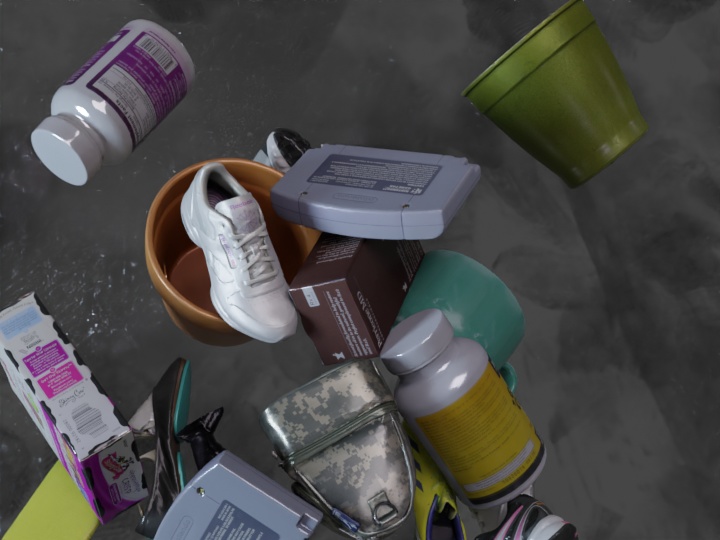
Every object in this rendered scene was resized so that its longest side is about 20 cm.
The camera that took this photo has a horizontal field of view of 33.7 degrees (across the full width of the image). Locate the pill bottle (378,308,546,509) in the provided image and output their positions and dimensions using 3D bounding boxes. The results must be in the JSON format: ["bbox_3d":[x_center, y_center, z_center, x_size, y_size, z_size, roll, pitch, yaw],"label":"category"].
[{"bbox_3d":[0.104,0.143,1.250,0.112,0.112,0.201,-45,111,-30],"label":"pill bottle"}]

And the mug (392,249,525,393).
[{"bbox_3d":[0.108,0.081,1.357,0.185,0.152,0.114,39,61,7],"label":"mug"}]

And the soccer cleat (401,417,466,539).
[{"bbox_3d":[0.085,0.243,1.306,0.064,0.084,0.202,1,63,-15],"label":"soccer cleat"}]

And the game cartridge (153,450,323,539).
[{"bbox_3d":[-0.134,0.274,1.172,0.133,0.201,0.042,34,28,6],"label":"game cartridge"}]

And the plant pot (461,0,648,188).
[{"bbox_3d":[0.268,-0.218,1.552,0.200,0.200,0.193,-39,91,-29],"label":"plant pot"}]

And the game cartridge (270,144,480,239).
[{"bbox_3d":[0.013,-0.084,1.259,0.198,0.042,0.133,9,40,24],"label":"game cartridge"}]

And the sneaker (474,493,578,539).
[{"bbox_3d":[0.146,0.323,1.254,0.080,0.201,0.086,26,14,-44],"label":"sneaker"}]

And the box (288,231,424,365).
[{"bbox_3d":[0.000,0.000,1.280,0.101,0.074,0.201,66,30,-26],"label":"box"}]

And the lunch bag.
[{"bbox_3d":[-0.009,0.199,1.231,0.139,0.200,0.169,-30,77,-7],"label":"lunch bag"}]

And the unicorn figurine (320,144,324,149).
[{"bbox_3d":[-0.009,-0.071,1.445,0.136,0.074,0.202,15,65,4],"label":"unicorn figurine"}]

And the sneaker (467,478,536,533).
[{"bbox_3d":[0.160,0.274,1.331,0.086,0.075,0.202,-4,62,5],"label":"sneaker"}]

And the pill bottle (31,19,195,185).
[{"bbox_3d":[-0.294,-0.196,1.409,0.112,0.112,0.200,35,60,4],"label":"pill bottle"}]

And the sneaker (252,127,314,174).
[{"bbox_3d":[-0.060,-0.067,1.396,0.074,0.079,0.201,-18,73,-53],"label":"sneaker"}]

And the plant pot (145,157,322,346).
[{"bbox_3d":[-0.148,-0.004,1.335,0.198,0.140,0.202,7,61,-13],"label":"plant pot"}]

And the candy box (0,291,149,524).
[{"bbox_3d":[-0.293,0.138,1.193,0.061,0.137,0.200,-31,60,-22],"label":"candy box"}]

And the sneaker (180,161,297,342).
[{"bbox_3d":[-0.124,-0.019,1.211,0.074,0.100,0.201,-24,73,-27],"label":"sneaker"}]

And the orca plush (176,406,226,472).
[{"bbox_3d":[-0.106,0.233,1.238,0.105,0.071,0.202,-3,66,-58],"label":"orca plush"}]

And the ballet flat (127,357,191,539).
[{"bbox_3d":[-0.214,0.187,1.262,0.068,0.068,0.202,-2,63,-3],"label":"ballet flat"}]

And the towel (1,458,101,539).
[{"bbox_3d":[-0.312,0.268,1.200,0.085,0.018,0.201,17,57,21],"label":"towel"}]
